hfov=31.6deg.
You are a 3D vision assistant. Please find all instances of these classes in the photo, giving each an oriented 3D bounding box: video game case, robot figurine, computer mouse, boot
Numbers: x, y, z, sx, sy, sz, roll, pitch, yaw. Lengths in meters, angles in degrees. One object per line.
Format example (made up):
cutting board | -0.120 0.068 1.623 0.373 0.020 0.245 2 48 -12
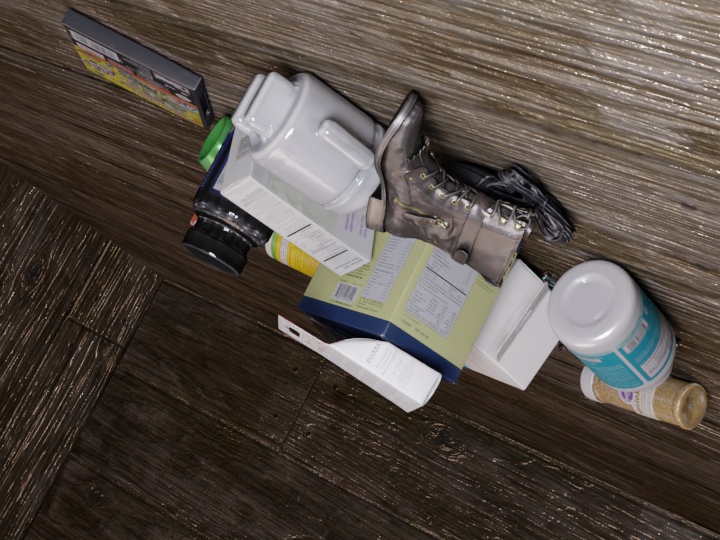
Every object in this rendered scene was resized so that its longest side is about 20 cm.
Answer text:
video game case | -0.296 -0.268 1.714 0.198 0.026 0.181 27 170 3
robot figurine | -0.044 -0.138 1.401 0.199 0.114 0.169 33 175 -24
computer mouse | 0.134 -0.083 1.397 0.198 0.053 0.138 2 153 41
boot | 0.100 -0.081 1.308 0.172 0.070 0.201 21 140 10

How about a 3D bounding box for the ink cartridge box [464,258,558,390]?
ink cartridge box | 0.176 0.062 1.700 0.125 0.129 0.199 41 170 -25

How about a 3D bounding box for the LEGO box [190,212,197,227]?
LEGO box | -0.188 -0.101 1.896 0.076 0.150 0.200 28 170 -4

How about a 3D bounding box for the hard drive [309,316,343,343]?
hard drive | 0.000 0.000 1.732 0.033 0.202 0.140 25 170 13

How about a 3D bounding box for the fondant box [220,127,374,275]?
fondant box | -0.066 -0.107 1.521 0.058 0.146 0.199 -24 134 38

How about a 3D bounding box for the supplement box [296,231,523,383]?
supplement box | 0.060 0.004 1.583 0.134 0.202 0.199 34 169 -34

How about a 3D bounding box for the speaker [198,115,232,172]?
speaker | -0.123 -0.129 1.758 0.199 0.089 0.088 32 170 -20

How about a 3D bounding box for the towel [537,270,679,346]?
towel | 0.318 0.064 1.707 0.198 0.022 0.147 29 170 1

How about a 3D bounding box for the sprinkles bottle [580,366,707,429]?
sprinkles bottle | 0.416 0.178 1.878 0.068 0.069 0.199 34 168 -34

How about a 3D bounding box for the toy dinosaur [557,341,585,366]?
toy dinosaur | 0.306 0.103 1.832 0.088 0.048 0.200 34 179 -33

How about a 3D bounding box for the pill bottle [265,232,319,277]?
pill bottle | -0.036 -0.033 1.930 0.198 0.112 0.111 26 170 17

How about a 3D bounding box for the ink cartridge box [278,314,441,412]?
ink cartridge box | -0.004 0.098 1.533 0.199 0.057 0.163 36 171 2

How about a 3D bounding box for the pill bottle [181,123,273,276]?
pill bottle | -0.145 -0.102 1.614 0.111 0.202 0.112 26 170 5

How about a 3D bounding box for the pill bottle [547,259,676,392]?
pill bottle | 0.309 0.076 1.522 0.110 0.112 0.200 20 167 40
